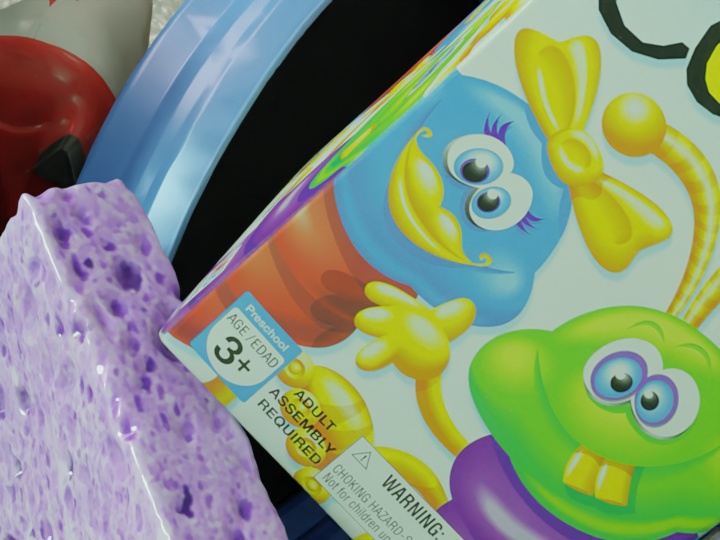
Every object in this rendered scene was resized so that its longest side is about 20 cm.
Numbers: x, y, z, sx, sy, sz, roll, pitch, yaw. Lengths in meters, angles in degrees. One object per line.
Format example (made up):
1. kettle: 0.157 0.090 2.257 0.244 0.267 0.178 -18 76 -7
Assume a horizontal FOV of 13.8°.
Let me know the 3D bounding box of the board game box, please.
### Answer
1. board game box: 0.073 -0.027 0.593 0.200 0.105 0.103 -42 5 31

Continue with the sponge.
1. sponge: -0.076 0.081 0.672 0.030 0.112 0.200 -7 -31 -32

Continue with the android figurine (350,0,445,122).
1. android figurine: 0.000 0.000 0.838 0.200 0.041 0.182 -46 -34 -23

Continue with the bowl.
1. bowl: -0.006 -0.002 0.745 0.201 0.039 0.201 -38 -39 -39

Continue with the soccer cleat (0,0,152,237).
1. soccer cleat: -0.082 0.018 0.759 0.085 0.069 0.200 -61 -18 -54
